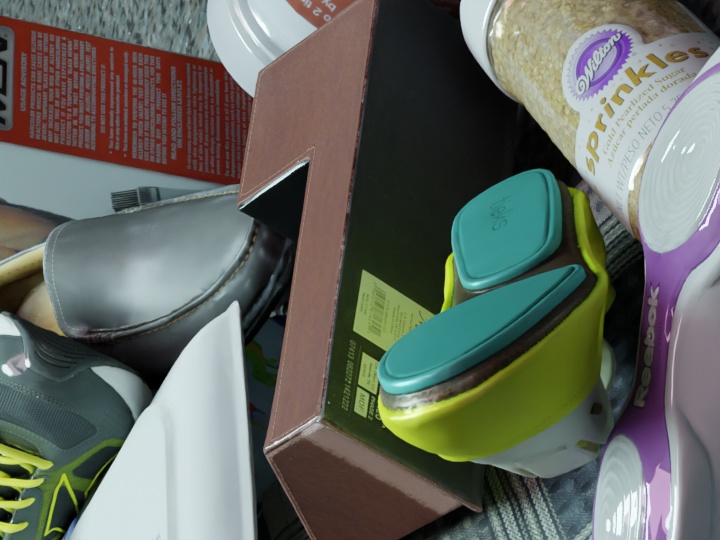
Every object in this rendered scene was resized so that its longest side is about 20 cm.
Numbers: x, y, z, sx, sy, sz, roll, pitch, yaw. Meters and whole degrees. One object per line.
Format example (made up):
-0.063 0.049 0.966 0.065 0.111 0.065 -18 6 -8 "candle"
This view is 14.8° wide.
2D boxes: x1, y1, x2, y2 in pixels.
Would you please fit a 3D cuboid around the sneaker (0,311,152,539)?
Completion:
-0.137 0.086 1.129 0.200 0.074 0.085 113 180 -64 "sneaker"

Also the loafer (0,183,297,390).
-0.098 0.009 1.119 0.200 0.072 0.073 -29 43 46 "loafer"

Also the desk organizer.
0.000 0.000 0.987 0.077 0.072 0.200 -32 38 40 "desk organizer"

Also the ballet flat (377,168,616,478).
0.052 0.025 0.845 0.067 0.067 0.200 64 -165 -12 "ballet flat"

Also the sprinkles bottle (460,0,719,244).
0.099 -0.051 0.917 0.068 0.068 0.200 -69 29 22 "sprinkles bottle"

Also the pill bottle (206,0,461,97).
0.020 -0.143 1.054 0.200 0.112 0.112 -48 41 47 "pill bottle"

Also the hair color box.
-0.101 -0.043 1.164 0.111 0.200 0.064 -40 45 54 "hair color box"

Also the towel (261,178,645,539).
0.053 0.083 0.947 0.200 0.035 0.193 -44 37 21 "towel"

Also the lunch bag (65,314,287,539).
-0.067 0.123 1.175 0.200 0.082 0.161 -67 30 25 "lunch bag"

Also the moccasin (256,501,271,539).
-0.017 0.185 1.039 0.068 0.080 0.200 29 -132 -84 "moccasin"

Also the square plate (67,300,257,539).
-0.085 0.143 1.056 0.198 0.028 0.200 122 152 -46 "square plate"

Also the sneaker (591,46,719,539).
0.128 0.013 0.799 0.075 0.100 0.200 -135 54 -71 "sneaker"
